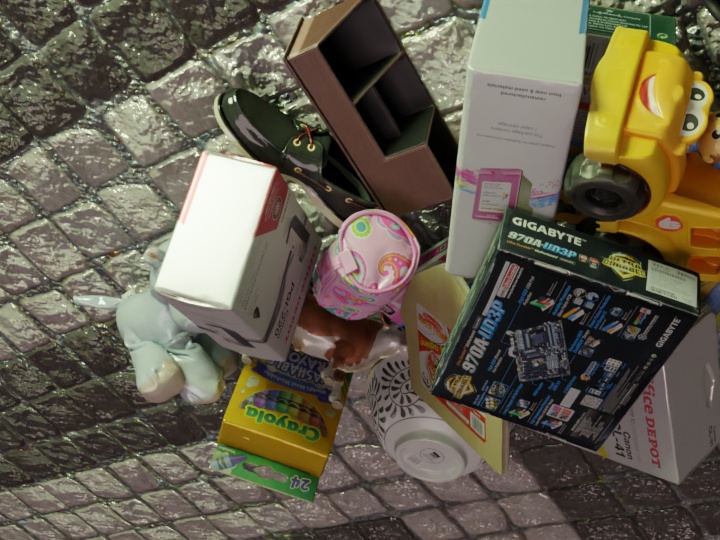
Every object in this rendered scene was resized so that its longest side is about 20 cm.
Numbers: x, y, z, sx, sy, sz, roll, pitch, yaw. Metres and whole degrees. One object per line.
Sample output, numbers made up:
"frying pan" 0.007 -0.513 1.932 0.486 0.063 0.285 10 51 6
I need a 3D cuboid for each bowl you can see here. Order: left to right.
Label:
"bowl" 0.093 0.198 1.176 0.198 0.095 0.202 9 134 9

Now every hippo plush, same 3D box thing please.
"hippo plush" -0.200 0.039 1.108 0.200 0.158 0.162 49 122 27

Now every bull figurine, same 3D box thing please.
"bull figurine" -0.040 0.080 1.088 0.198 0.122 0.065 23 139 5

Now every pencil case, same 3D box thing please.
"pencil case" 0.000 0.000 0.957 0.087 0.088 0.200 23 167 -6

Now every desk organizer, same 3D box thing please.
"desk organizer" 0.018 -0.148 0.877 0.076 0.072 0.201 -16 127 27

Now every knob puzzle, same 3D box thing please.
"knob puzzle" 0.103 0.080 0.980 0.030 0.220 0.221 -19 140 -22

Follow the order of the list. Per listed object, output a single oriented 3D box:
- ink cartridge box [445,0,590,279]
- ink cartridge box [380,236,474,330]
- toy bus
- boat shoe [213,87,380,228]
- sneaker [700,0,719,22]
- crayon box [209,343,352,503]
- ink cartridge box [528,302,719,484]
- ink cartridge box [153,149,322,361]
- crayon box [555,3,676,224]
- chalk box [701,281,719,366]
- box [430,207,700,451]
"ink cartridge box" 0.123 -0.108 0.755 0.084 0.145 0.201 10 135 7
"ink cartridge box" 0.110 0.010 1.031 0.094 0.037 0.199 39 130 -20
"toy bus" 0.260 -0.070 0.709 0.190 0.137 0.201 12 154 25
"boat shoe" -0.053 -0.117 0.928 0.201 0.074 0.063 36 134 -26
"sneaker" 0.262 -0.270 0.674 0.074 0.080 0.201 -6 130 23
"crayon box" -0.084 0.153 1.099 0.124 0.201 0.052 19 137 -2
"ink cartridge box" 0.225 0.092 0.890 0.199 0.085 0.149 15 128 49
"ink cartridge box" -0.114 -0.007 0.946 0.084 0.147 0.200 13 164 13
"crayon box" 0.192 -0.136 0.847 0.124 0.052 0.201 11 135 7
"chalk box" 0.353 0.013 0.892 0.122 0.125 0.201 19 137 -2
"box" 0.158 0.056 0.767 0.157 0.046 0.201 18 138 1
